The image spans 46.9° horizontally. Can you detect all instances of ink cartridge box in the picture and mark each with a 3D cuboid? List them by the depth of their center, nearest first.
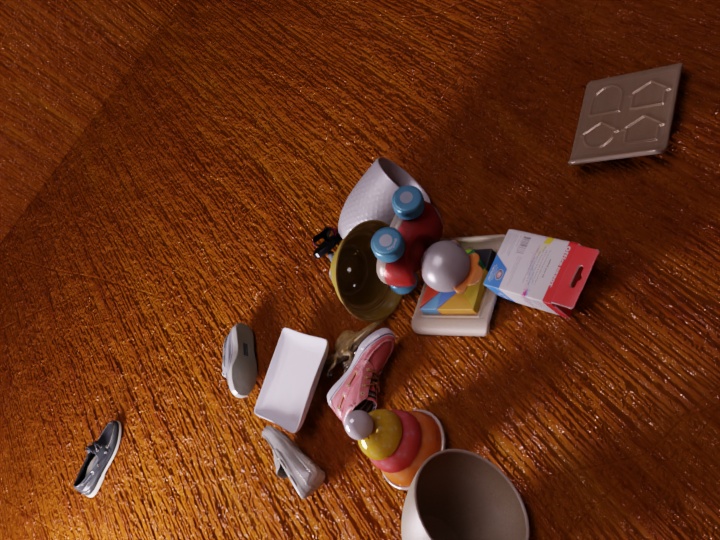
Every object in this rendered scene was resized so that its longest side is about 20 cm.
[{"bbox_3d":[0.325,0.007,1.444,0.199,0.067,0.117,19,79,49],"label":"ink cartridge box"}]

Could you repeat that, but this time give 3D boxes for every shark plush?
[{"bbox_3d":[-0.004,0.035,1.787,0.200,0.090,0.084,42,121,35],"label":"shark plush"}]

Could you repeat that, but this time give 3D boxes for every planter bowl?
[{"bbox_3d":[0.000,0.000,1.675,0.083,0.200,0.202,2,66,48],"label":"planter bowl"}]

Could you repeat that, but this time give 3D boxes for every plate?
[{"bbox_3d":[-0.142,0.232,1.765,0.199,0.032,0.202,7,75,57],"label":"plate"}]

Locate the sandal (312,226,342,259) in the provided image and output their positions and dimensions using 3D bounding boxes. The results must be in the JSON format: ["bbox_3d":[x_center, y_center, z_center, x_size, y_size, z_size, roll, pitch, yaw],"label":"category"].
[{"bbox_3d":[-0.076,-0.069,1.842,0.075,0.045,0.200,-36,5,8],"label":"sandal"}]

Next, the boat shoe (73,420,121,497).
[{"bbox_3d":[-0.684,0.479,2.144,0.074,0.066,0.201,7,70,47],"label":"boat shoe"}]

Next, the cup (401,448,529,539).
[{"bbox_3d":[0.141,0.403,1.294,0.144,0.198,0.202,-56,32,41],"label":"cup"}]

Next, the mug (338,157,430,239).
[{"bbox_3d":[0.054,-0.107,1.751,0.200,0.147,0.176,49,112,19],"label":"mug"}]

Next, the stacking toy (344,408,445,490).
[{"bbox_3d":[0.042,0.285,1.440,0.145,0.199,0.148,-25,48,31],"label":"stacking toy"}]

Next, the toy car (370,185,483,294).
[{"bbox_3d":[0.145,-0.032,1.563,0.198,0.185,0.178,20,71,21],"label":"toy car"}]

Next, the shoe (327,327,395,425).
[{"bbox_3d":[0.017,0.214,1.619,0.201,0.071,0.091,-53,41,12],"label":"shoe"}]

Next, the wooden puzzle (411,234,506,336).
[{"bbox_3d":[0.189,0.025,1.593,0.184,0.037,0.202,-3,63,44],"label":"wooden puzzle"}]

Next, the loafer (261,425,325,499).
[{"bbox_3d":[-0.148,0.382,1.669,0.070,0.070,0.200,-50,40,-6],"label":"loafer"}]

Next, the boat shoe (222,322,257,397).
[{"bbox_3d":[-0.286,0.218,1.927,0.071,0.070,0.202,-42,37,33],"label":"boat shoe"}]

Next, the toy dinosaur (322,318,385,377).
[{"bbox_3d":[-0.018,0.159,1.696,0.199,0.058,0.102,-39,42,20],"label":"toy dinosaur"}]

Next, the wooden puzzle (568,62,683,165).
[{"bbox_3d":[0.482,-0.274,1.497,0.184,0.046,0.202,-2,59,44],"label":"wooden puzzle"}]
